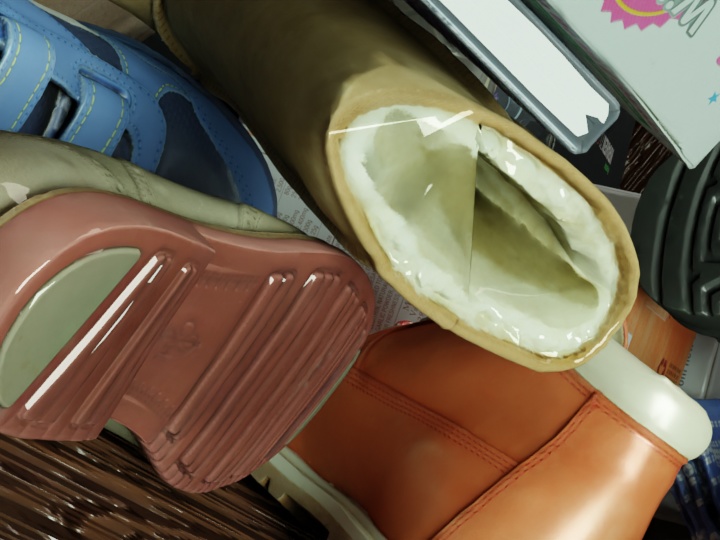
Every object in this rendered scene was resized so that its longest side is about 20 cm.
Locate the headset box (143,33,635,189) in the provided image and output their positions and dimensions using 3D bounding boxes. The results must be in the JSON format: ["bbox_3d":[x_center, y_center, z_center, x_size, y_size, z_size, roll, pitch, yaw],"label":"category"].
[{"bbox_3d":[0.016,-0.088,1.049,0.199,0.093,0.174,13,-6,15],"label":"headset box"}]

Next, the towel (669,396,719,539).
[{"bbox_3d":[0.153,0.128,0.834,0.201,0.024,0.145,66,18,11],"label":"towel"}]

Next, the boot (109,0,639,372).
[{"bbox_3d":[-0.030,-0.070,0.681,0.175,0.066,0.200,30,11,-31],"label":"boot"}]

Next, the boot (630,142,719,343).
[{"bbox_3d":[0.199,0.019,0.816,0.210,0.080,0.158,11,-18,37],"label":"boot"}]

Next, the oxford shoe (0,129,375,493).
[{"bbox_3d":[-0.055,0.001,0.632,0.075,0.071,0.200,38,2,22],"label":"oxford shoe"}]

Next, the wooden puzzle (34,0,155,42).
[{"bbox_3d":[-0.097,-0.145,0.866,0.200,0.185,0.037,39,-29,27],"label":"wooden puzzle"}]

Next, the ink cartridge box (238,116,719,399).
[{"bbox_3d":[0.055,0.013,1.016,0.199,0.084,0.145,13,-7,20],"label":"ink cartridge box"}]

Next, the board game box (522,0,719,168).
[{"bbox_3d":[0.016,-0.131,0.665,0.200,0.064,0.147,48,6,36],"label":"board game box"}]

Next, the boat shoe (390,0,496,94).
[{"bbox_3d":[0.028,-0.103,0.843,0.074,0.074,0.200,26,-32,-1],"label":"boat shoe"}]

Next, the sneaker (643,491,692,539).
[{"bbox_3d":[0.067,0.095,0.905,0.115,0.075,0.200,21,7,6],"label":"sneaker"}]

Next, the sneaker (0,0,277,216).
[{"bbox_3d":[-0.105,-0.044,0.706,0.199,0.074,0.082,30,8,-24],"label":"sneaker"}]

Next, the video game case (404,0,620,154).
[{"bbox_3d":[-0.013,-0.105,0.676,0.143,0.019,0.200,43,3,-20],"label":"video game case"}]

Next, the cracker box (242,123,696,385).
[{"bbox_3d":[0.000,0.000,0.884,0.199,0.058,0.134,20,-3,21],"label":"cracker box"}]

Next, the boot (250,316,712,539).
[{"bbox_3d":[0.027,0.040,0.732,0.075,0.107,0.200,35,3,-27],"label":"boot"}]
